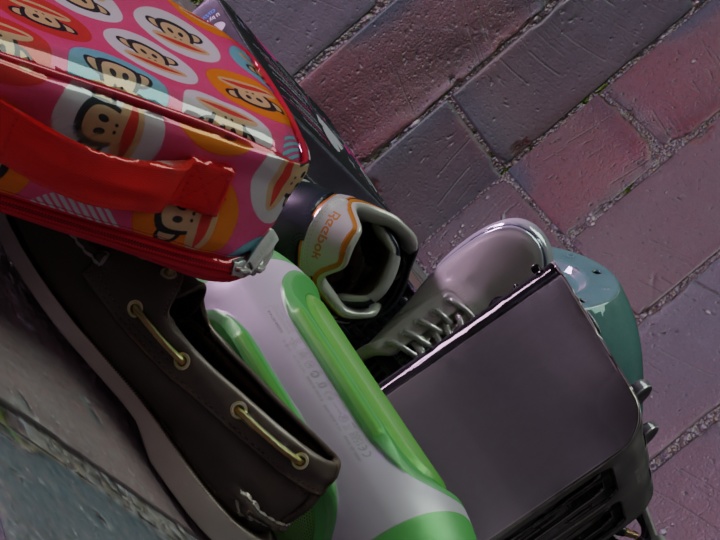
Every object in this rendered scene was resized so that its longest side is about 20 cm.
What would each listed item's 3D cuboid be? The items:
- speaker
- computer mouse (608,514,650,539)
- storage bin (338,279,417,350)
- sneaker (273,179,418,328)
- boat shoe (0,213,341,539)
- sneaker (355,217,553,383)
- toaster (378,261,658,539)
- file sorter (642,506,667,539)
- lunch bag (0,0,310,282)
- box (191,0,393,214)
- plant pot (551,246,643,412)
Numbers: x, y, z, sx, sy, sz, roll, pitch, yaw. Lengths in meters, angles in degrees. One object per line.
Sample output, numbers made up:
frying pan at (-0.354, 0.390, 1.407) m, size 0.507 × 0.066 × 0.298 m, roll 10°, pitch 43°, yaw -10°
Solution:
speaker at (-0.022, 0.080, 0.671) m, size 0.201 × 0.088 × 0.088 m, roll 54°, pitch 6°, yaw 37°
computer mouse at (0.100, 0.152, 0.936) m, size 0.197 × 0.059 × 0.034 m, roll 11°, pitch -26°, yaw 3°
storage bin at (-0.002, 0.037, 1.166) m, size 0.136 × 0.094 × 0.200 m, roll 54°, pitch 6°, yaw 33°
sneaker at (0.000, 0.000, 0.898) m, size 0.079 × 0.079 × 0.200 m, roll 24°, pitch -1°, yaw 27°
boat shoe at (-0.087, 0.027, 0.599) m, size 0.201 × 0.059 × 0.072 m, roll 52°, pitch 5°, yaw 11°
sneaker at (0.045, 0.051, 0.870) m, size 0.073 × 0.200 × 0.071 m, roll 42°, pitch 13°, yaw 8°
toaster at (0.073, 0.113, 0.806) m, size 0.119 × 0.199 × 0.181 m, roll 55°, pitch -2°, yaw 26°
file sorter at (0.189, 0.266, 0.875) m, size 0.201 × 0.138 × 0.125 m, roll 50°, pitch 9°, yaw -4°
lunch bag at (-0.119, -0.070, 0.561) m, size 0.198 × 0.082 × 0.176 m, roll 19°, pitch 21°, yaw -31°
box at (-0.080, -0.064, 0.940) m, size 0.115 × 0.132 × 0.200 m, roll 57°, pitch 7°, yaw 28°
plant pot at (0.121, 0.076, 1.038) m, size 0.201 × 0.198 × 0.163 m, roll -121°, pitch -146°, yaw -62°
